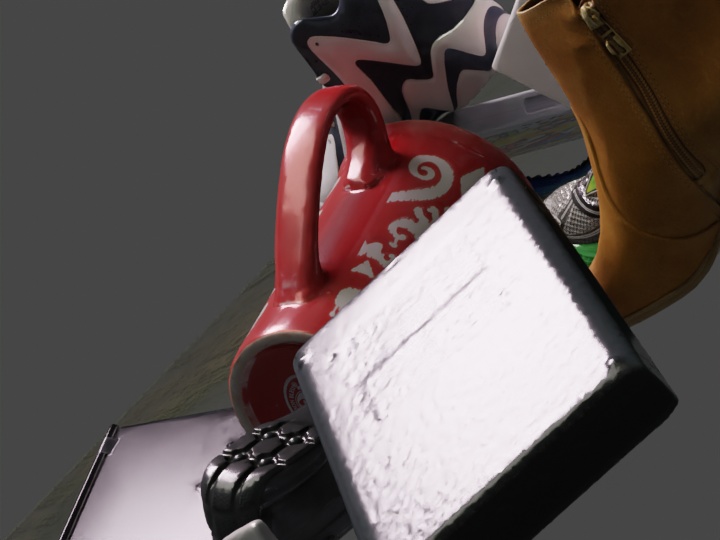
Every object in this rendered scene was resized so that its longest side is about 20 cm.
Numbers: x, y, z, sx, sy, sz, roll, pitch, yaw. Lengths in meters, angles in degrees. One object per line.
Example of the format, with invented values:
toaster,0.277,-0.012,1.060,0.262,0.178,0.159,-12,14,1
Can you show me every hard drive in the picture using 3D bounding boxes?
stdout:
hard drive,0.045,0.047,0.949,0.140,0.033,0.200,-43,26,9

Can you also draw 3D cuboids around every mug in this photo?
mug,-0.004,0.008,1.283,0.133,0.178,0.200,-44,10,42

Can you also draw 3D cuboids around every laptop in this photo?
laptop,-0.134,0.193,1.399,0.187,0.116,0.200,-70,-5,-48

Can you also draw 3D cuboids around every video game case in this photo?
video game case,0.115,-0.099,1.491,0.182,0.023,0.200,-16,-3,-17

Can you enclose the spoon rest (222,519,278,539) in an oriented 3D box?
spoon rest,0.026,0.097,1.046,0.200,0.061,0.099,-33,-1,-34

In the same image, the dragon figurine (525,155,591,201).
dragon figurine,0.067,-0.039,1.429,0.200,0.099,0.059,-45,6,3

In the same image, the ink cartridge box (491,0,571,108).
ink cartridge box,0.170,-0.172,1.274,0.129,0.125,0.200,-50,-15,-49

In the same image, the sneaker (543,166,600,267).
sneaker,0.145,-0.062,1.102,0.078,0.085,0.200,-49,6,-31

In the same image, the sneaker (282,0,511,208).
sneaker,-0.008,-0.123,1.371,0.199,0.130,0.079,-44,10,47

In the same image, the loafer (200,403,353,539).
loafer,0.000,0.093,1.129,0.068,0.070,0.201,10,30,42

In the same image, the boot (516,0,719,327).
boot,0.118,-0.063,0.995,0.201,0.144,0.071,-40,7,47
